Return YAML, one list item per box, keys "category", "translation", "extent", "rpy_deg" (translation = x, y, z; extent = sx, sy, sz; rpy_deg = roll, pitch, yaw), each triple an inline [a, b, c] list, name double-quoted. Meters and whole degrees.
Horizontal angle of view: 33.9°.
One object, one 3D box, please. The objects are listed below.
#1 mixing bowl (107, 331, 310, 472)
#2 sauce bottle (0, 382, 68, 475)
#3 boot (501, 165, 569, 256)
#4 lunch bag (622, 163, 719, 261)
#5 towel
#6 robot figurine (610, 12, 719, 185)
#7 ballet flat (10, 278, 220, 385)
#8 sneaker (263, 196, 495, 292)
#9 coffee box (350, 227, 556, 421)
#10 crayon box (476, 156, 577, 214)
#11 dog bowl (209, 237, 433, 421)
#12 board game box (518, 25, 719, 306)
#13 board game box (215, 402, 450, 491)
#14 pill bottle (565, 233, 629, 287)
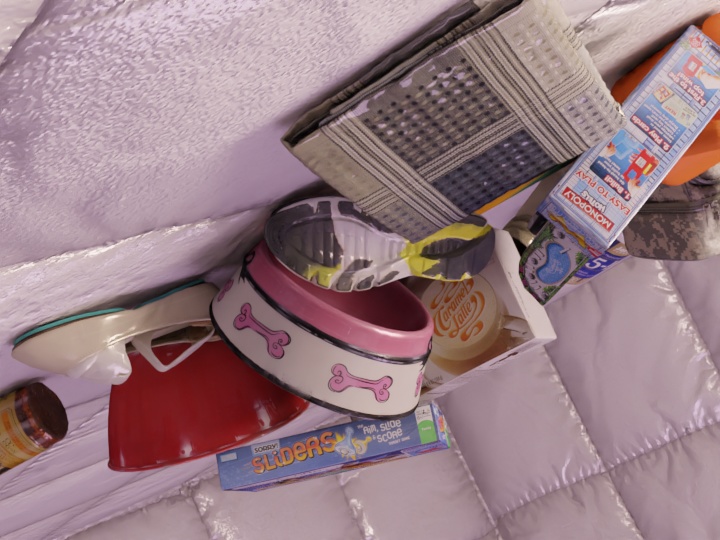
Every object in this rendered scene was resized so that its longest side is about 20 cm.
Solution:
- category: "mixing bowl"
  translation: [-0.157, 0.103, 1.114]
  extent: [0.197, 0.110, 0.200]
  rpy_deg: [-16, -175, 1]
- category: "sauce bottle"
  translation: [-0.372, 0.177, 1.122]
  extent: [0.199, 0.067, 0.066]
  rpy_deg: [-31, 170, 13]
- category: "boot"
  translation: [0.209, -0.056, 1.282]
  extent: [0.155, 0.072, 0.200]
  rpy_deg: [-52, 168, -9]
- category: "lunch bag"
  translation: [0.376, -0.117, 1.308]
  extent: [0.198, 0.170, 0.139]
  rpy_deg: [-22, -167, -29]
- category: "towel"
  translation: [0.068, -0.102, 0.802]
  extent: [0.191, 0.035, 0.200]
  rpy_deg: [-29, 150, 18]
- category: "robot figurine"
  translation: [0.305, -0.152, 1.056]
  extent: [0.143, 0.118, 0.199]
  rpy_deg: [-9, 160, -49]
- category: "ballet flat"
  translation: [-0.191, 0.059, 0.991]
  extent: [0.198, 0.070, 0.069]
  rpy_deg: [-19, 168, -38]
- category: "sneaker"
  translation: [0.010, -0.026, 0.987]
  extent: [0.197, 0.076, 0.085]
  rpy_deg: [5, -168, -22]
- category: "coffee box"
  translation: [0.068, 0.056, 1.120]
  extent: [0.198, 0.116, 0.080]
  rpy_deg: [-28, 166, 21]
- category: "crayon box"
  translation: [0.116, -0.106, 0.968]
  extent: [0.118, 0.059, 0.200]
  rpy_deg: [-29, 170, 14]
- category: "dog bowl"
  translation: [-0.025, 0.040, 1.006]
  extent: [0.199, 0.199, 0.074]
  rpy_deg: [-7, 128, -63]
- category: "board game box"
  translation: [0.191, -0.067, 0.938]
  extent: [0.200, 0.062, 0.200]
  rpy_deg: [-45, 174, -37]
- category: "board game box"
  translation: [-0.020, 0.165, 1.084]
  extent: [0.197, 0.035, 0.135]
  rpy_deg: [-13, 167, 5]
- category: "pill bottle"
  translation: [0.313, -0.071, 1.507]
  extent: [0.119, 0.121, 0.200]
  rpy_deg: [-18, 167, -41]
